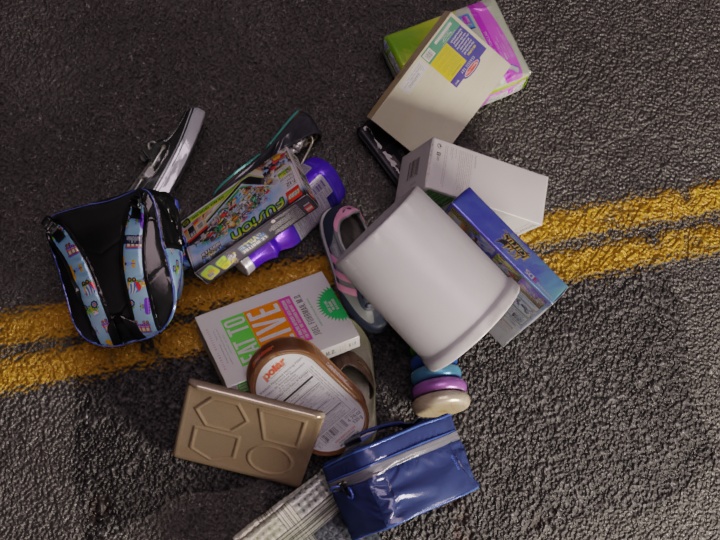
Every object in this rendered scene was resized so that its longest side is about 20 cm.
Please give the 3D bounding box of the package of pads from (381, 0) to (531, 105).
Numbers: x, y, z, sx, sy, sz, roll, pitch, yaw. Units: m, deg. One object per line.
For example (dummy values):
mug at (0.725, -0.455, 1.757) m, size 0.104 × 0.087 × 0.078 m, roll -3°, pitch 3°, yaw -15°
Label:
package of pads at (0.151, -0.322, 1.869) m, size 0.199 × 0.068 × 0.155 m, roll -22°, pitch 79°, yaw -11°

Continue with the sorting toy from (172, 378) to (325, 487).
sorting toy at (-0.153, 0.217, 1.610) m, size 0.184 × 0.200 × 0.037 m, roll 15°, pitch 49°, yaw -4°

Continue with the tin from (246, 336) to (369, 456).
tin at (-0.070, 0.175, 1.632) m, size 0.112 × 0.042 × 0.200 m, roll -43°, pitch 115°, yaw 4°

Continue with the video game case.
video game case at (0.183, -0.002, 1.723) m, size 0.200 × 0.181 × 0.045 m, roll 46°, pitch 63°, yaw 5°

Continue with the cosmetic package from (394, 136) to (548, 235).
cosmetic package at (0.166, -0.120, 1.769) m, size 0.199 × 0.108 × 0.085 m, roll 17°, pitch 71°, yaw -19°

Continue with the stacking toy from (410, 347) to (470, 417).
stacking toy at (0.105, 0.109, 1.743) m, size 0.085 × 0.085 × 0.201 m, roll -4°, pitch 68°, yaw -10°

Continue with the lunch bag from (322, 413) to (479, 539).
lunch bag at (0.045, 0.275, 1.630) m, size 0.199 × 0.136 × 0.133 m, roll -15°, pitch 78°, yaw -35°

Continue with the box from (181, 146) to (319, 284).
box at (-0.162, -0.079, 1.704) m, size 0.200 × 0.035 × 0.110 m, roll -35°, pitch 48°, yaw 10°

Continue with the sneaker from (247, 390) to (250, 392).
sneaker at (-0.144, 0.174, 1.694) m, size 0.199 × 0.075 × 0.085 m, roll -11°, pitch 52°, yaw -6°

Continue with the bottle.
bottle at (-0.111, -0.077, 1.753) m, size 0.200 × 0.084 × 0.065 m, roll -46°, pitch 45°, yaw -16°

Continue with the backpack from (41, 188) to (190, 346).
backpack at (-0.324, 0.000, 1.656) m, size 0.182 × 0.135 × 0.201 m, roll -15°, pitch 88°, yaw 13°

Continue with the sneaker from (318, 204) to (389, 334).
sneaker at (0.000, 0.000, 1.732) m, size 0.070 × 0.082 × 0.201 m, roll -26°, pitch 96°, yaw -23°

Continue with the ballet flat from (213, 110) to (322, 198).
ballet flat at (-0.131, -0.157, 1.781) m, size 0.073 × 0.073 × 0.200 m, roll 42°, pitch 71°, yaw 4°

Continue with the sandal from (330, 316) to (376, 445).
sandal at (-0.011, 0.158, 1.715) m, size 0.079 × 0.057 × 0.202 m, roll -10°, pitch 76°, yaw -11°

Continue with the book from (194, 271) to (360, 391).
book at (-0.118, 0.091, 1.694) m, size 0.199 × 0.048 × 0.134 m, roll -21°, pitch 51°, yaw -15°

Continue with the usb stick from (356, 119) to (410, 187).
usb stick at (0.069, -0.152, 1.828) m, size 0.055 × 0.033 × 0.200 m, roll -33°, pitch 82°, yaw -23°

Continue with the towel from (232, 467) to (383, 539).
towel at (-0.068, 0.405, 1.645) m, size 0.200 × 0.035 × 0.193 m, roll -37°, pitch 93°, yaw -18°

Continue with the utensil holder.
utensil holder at (0.089, 0.008, 1.628) m, size 0.200 × 0.170 × 0.170 m, roll 47°, pitch 73°, yaw -4°

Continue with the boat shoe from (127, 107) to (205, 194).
boat shoe at (-0.294, -0.161, 1.753) m, size 0.071 × 0.072 × 0.201 m, roll 26°, pitch 74°, yaw -5°

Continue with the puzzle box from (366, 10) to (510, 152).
puzzle box at (0.119, -0.270, 1.789) m, size 0.133 × 0.025 × 0.200 m, roll 36°, pitch 93°, yaw -24°
